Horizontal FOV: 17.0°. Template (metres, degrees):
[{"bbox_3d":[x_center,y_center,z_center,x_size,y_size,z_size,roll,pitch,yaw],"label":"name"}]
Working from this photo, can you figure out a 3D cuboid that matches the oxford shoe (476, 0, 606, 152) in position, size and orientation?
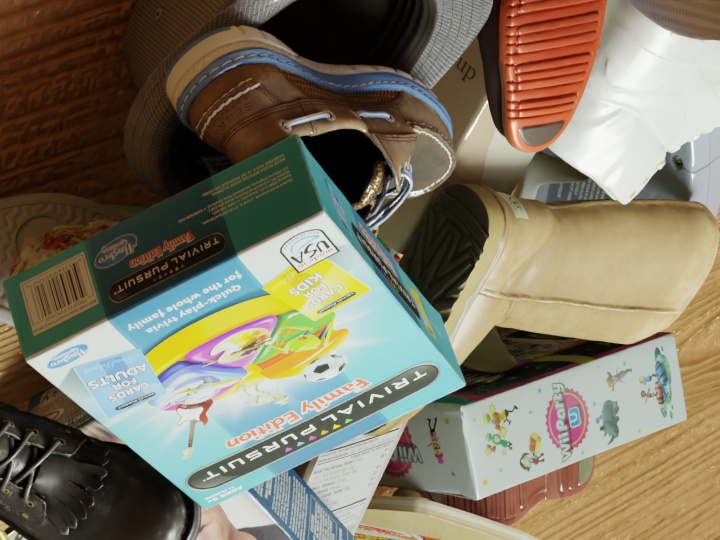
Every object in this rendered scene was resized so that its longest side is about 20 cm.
[{"bbox_3d":[0.077,-0.162,1.229,0.071,0.072,0.202,-9,103,-42],"label":"oxford shoe"}]

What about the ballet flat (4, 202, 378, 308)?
[{"bbox_3d":[-0.074,0.004,1.184,0.199,0.064,0.076,-12,114,-20],"label":"ballet flat"}]

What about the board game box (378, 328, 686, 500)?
[{"bbox_3d":[0.092,0.089,1.578,0.199,0.147,0.065,-18,102,-40],"label":"board game box"}]

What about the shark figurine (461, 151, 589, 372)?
[{"bbox_3d":[0.078,0.015,1.534,0.215,0.090,0.128,-48,153,11],"label":"shark figurine"}]

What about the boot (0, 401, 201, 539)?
[{"bbox_3d":[-0.190,0.088,1.187,0.070,0.199,0.174,-68,159,-9],"label":"boot"}]

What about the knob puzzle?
[{"bbox_3d":[0.042,0.166,1.589,0.220,0.218,0.031,44,54,-61],"label":"knob puzzle"}]

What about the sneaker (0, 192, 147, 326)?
[{"bbox_3d":[-0.132,0.007,1.264,0.199,0.074,0.118,1,169,-22],"label":"sneaker"}]

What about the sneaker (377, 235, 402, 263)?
[{"bbox_3d":[0.000,0.000,1.407,0.199,0.090,0.078,-19,142,-40],"label":"sneaker"}]

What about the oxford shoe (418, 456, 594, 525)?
[{"bbox_3d":[0.087,0.144,1.715,0.199,0.073,0.071,1,88,-52],"label":"oxford shoe"}]

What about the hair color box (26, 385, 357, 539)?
[{"bbox_3d":[-0.093,0.134,1.360,0.100,0.061,0.200,-29,119,21],"label":"hair color box"}]

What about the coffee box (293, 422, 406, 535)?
[{"bbox_3d":[-0.058,0.123,1.470,0.079,0.114,0.201,-13,138,-42],"label":"coffee box"}]

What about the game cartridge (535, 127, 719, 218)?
[{"bbox_3d":[0.162,-0.060,1.491,0.041,0.133,0.201,-35,152,-31],"label":"game cartridge"}]

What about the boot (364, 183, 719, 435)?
[{"bbox_3d":[0.097,0.028,1.381,0.199,0.066,0.175,4,131,-45],"label":"boot"}]

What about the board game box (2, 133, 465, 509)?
[{"bbox_3d":[-0.053,0.031,1.136,0.150,0.047,0.200,-26,148,9],"label":"board game box"}]

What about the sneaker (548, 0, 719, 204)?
[{"bbox_3d":[0.174,-0.093,1.352,0.199,0.074,0.116,8,124,-47],"label":"sneaker"}]

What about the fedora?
[{"bbox_3d":[-0.042,-0.122,1.189,0.200,0.091,0.176,-44,151,25],"label":"fedora"}]

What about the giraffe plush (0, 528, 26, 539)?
[{"bbox_3d":[-0.213,0.256,1.391,0.200,0.162,0.173,-42,151,-3],"label":"giraffe plush"}]

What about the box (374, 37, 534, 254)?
[{"bbox_3d":[0.062,-0.115,1.335,0.077,0.095,0.201,-5,131,-49],"label":"box"}]

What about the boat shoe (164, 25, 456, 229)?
[{"bbox_3d":[-0.014,-0.054,1.148,0.072,0.073,0.199,-43,150,25],"label":"boat shoe"}]
